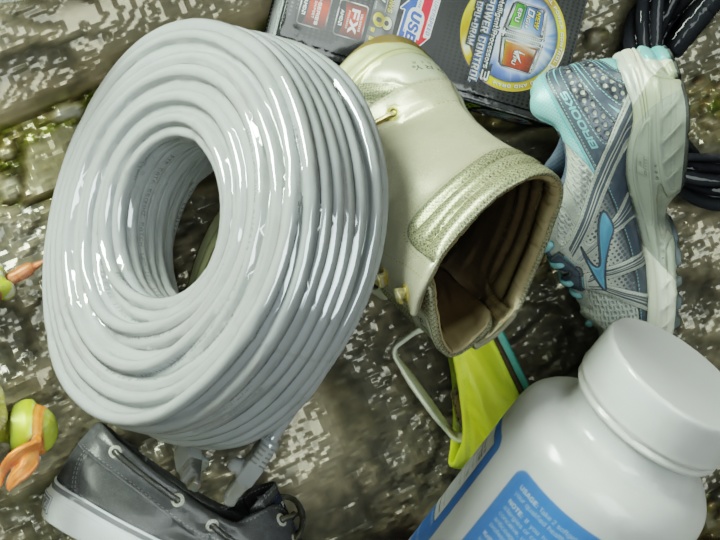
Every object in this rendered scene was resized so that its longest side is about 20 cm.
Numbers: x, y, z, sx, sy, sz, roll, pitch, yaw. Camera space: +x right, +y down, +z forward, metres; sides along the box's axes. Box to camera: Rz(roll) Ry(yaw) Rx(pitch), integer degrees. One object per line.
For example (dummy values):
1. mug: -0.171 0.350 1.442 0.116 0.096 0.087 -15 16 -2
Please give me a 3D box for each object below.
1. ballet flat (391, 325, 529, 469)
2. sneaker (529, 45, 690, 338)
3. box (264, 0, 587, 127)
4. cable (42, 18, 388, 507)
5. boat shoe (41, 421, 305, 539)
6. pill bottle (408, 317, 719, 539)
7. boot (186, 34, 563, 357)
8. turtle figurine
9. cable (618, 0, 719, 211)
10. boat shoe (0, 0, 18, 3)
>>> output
1. ballet flat: 0.042 0.017 0.816 0.067 0.067 0.200 -19 100 3
2. sneaker: 0.125 -0.024 0.820 0.086 0.078 0.200 -3 116 2
3. box: 0.050 -0.193 0.811 0.160 0.044 0.201 15 90 -15
4. cable: -0.076 -0.018 0.715 0.069 0.200 0.200 13 121 -45
5. boat shoe: -0.064 0.138 0.796 0.200 0.070 0.066 27 88 -7
6. pill bottle: 0.102 0.125 0.766 0.112 0.112 0.200 27 116 -15
7. boot: 0.000 0.000 0.738 0.072 0.155 0.200 25 106 -41
8. turtle figurine: -0.215 0.077 0.731 0.161 0.064 0.201 8 74 -9
9. cable: 0.228 -0.123 0.859 0.200 0.051 0.164 -23 99 -12
10. boat shoe: -0.138 -0.173 0.754 0.200 0.069 0.071 -19 79 -32
